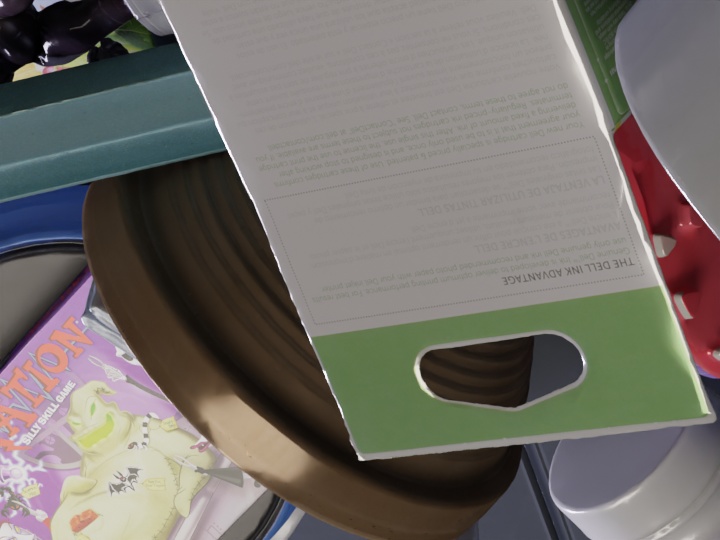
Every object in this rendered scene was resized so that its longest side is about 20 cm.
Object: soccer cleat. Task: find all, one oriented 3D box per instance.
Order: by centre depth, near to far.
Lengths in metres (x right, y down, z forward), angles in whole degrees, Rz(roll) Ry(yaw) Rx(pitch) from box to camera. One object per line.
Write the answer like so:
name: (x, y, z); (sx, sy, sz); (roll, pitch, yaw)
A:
soccer cleat: (0.093, -0.034, 0.943); (0.076, 0.067, 0.200); (4, 142, 52)

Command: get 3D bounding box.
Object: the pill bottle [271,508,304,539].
pill bottle: (-0.112, 0.053, 1.130); (0.200, 0.112, 0.112); (31, 145, -8)

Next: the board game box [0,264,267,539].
board game box: (-0.111, 0.082, 1.023); (0.120, 0.032, 0.200); (40, 115, -8)

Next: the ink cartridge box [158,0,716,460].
ink cartridge box: (0.028, -0.041, 0.770); (0.145, 0.048, 0.200); (-9, 114, 36)

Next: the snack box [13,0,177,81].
snack box: (-0.168, -0.149, 0.940); (0.200, 0.068, 0.169); (7, 141, 21)

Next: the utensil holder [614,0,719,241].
utensil holder: (0.192, -0.084, 0.659); (0.170, 0.170, 0.200); (36, 119, -15)

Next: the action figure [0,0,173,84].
action figure: (-0.122, -0.093, 0.874); (0.130, 0.069, 0.200); (35, 143, -32)

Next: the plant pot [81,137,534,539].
plant pot: (0.000, 0.000, 0.921); (0.201, 0.201, 0.093); (36, 117, -15)

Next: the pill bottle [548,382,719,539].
pill bottle: (0.177, 0.131, 1.057); (0.200, 0.111, 0.111); (43, 142, -24)

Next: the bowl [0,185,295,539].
bowl: (-0.115, 0.061, 1.049); (0.200, 0.039, 0.201); (3, 116, 6)

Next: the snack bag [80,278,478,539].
snack bag: (-0.019, 0.024, 0.988); (0.200, 0.189, 0.021); (37, 116, -15)

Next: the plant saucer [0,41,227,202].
plant saucer: (-0.098, -0.053, 0.853); (0.200, 0.019, 0.070); (-12, 159, 2)
